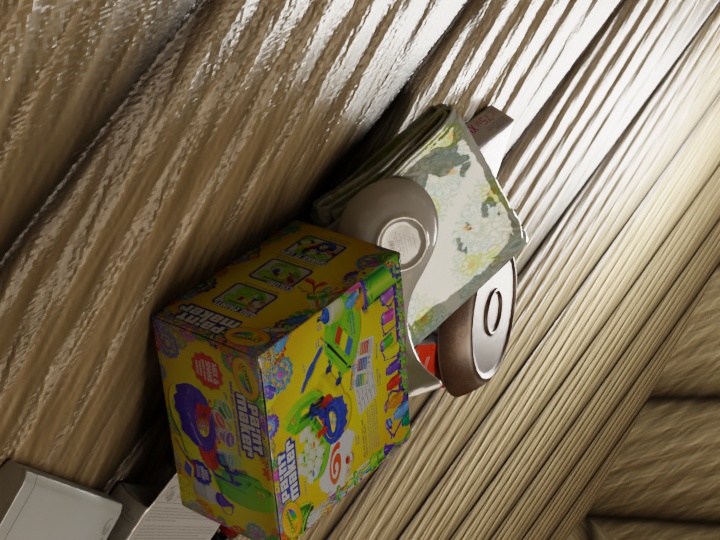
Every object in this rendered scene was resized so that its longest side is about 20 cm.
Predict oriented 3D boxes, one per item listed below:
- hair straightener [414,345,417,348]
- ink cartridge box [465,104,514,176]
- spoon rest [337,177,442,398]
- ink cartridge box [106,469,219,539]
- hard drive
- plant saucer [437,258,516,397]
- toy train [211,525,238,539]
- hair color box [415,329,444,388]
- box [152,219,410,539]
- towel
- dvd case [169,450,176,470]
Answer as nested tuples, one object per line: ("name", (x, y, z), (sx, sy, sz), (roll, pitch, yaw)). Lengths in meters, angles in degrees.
("hair straightener", (-0.019, 0.077, 1.445), (0.199, 0.077, 0.041), (-32, 151, -10))
("ink cartridge box", (0.099, -0.072, 1.577), (0.119, 0.042, 0.201), (-37, 155, -40))
("spoon rest", (0.032, 0.013, 1.326), (0.099, 0.061, 0.202), (-15, 109, -19))
("ink cartridge box", (-0.178, 0.224, 1.402), (0.177, 0.045, 0.200), (-55, 161, 1))
("hard drive", (-0.273, 0.235, 1.201), (0.133, 0.027, 0.200), (-62, 162, -9))
("plant saucer", (0.136, 0.044, 1.622), (0.200, 0.034, 0.202), (9, 90, -68))
("toy train", (-0.130, 0.256, 1.538), (0.200, 0.034, 0.046), (-54, 163, 28))
("hair color box", (0.042, 0.086, 1.594), (0.200, 0.101, 0.062), (1, 112, -68))
("box", (-0.061, 0.096, 1.262), (0.192, 0.121, 0.201), (-36, 133, -43))
("towel", (0.060, -0.039, 1.371), (0.171, 0.048, 0.200), (-39, 129, -6))
("dvd case", (-0.111, 0.086, 1.378), (0.148, 0.016, 0.201), (-34, 152, -44))
